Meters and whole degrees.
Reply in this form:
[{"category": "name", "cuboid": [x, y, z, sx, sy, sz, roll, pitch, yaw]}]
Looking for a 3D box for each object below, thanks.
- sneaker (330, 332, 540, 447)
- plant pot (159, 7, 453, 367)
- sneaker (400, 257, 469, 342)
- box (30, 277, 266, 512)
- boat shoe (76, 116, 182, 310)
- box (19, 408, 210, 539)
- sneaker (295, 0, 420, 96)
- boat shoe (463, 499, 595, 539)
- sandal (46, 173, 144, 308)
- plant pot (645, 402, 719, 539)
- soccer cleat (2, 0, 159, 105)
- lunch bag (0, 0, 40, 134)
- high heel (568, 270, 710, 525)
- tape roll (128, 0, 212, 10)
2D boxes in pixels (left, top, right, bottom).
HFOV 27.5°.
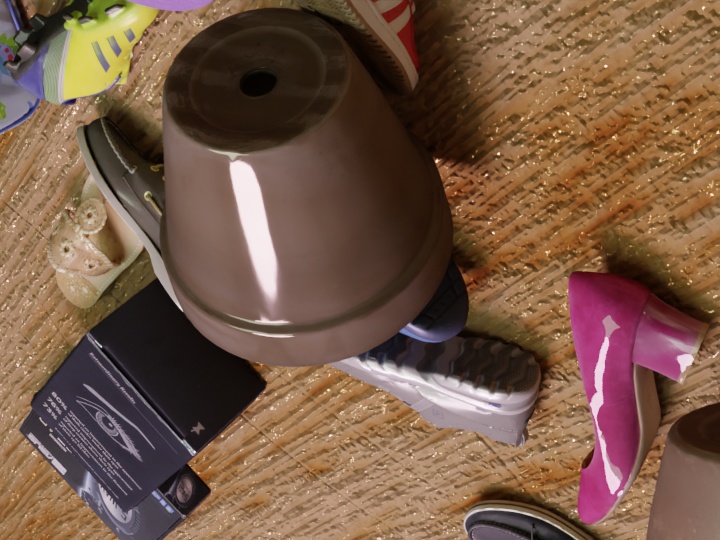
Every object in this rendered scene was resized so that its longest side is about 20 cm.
[{"category": "sneaker", "cuboid": [0.042, 0.085, 1.122, 0.199, 0.075, 0.082, 21, 134, 31]}, {"category": "plant pot", "cuboid": [-0.047, -0.065, 0.941, 0.200, 0.200, 0.174, 28, 155, 25]}, {"category": "sneaker", "cuboid": [0.000, 0.000, 1.096, 0.200, 0.074, 0.082, 35, 144, 29]}, {"category": "box", "cuboid": [-0.203, 0.118, 1.377, 0.148, 0.104, 0.200, 49, 143, -1]}, {"category": "boat shoe", "cuboid": [-0.162, -0.051, 1.220, 0.060, 0.072, 0.202, -38, 79, 14]}, {"category": "box", "cuboid": [-0.266, 0.202, 1.567, 0.200, 0.044, 0.160, 47, 143, 1]}, {"category": "sneaker", "cuboid": [0.008, -0.198, 0.922, 0.071, 0.113, 0.200, 21, 166, 28]}, {"category": "boat shoe", "cuboid": [0.161, 0.247, 1.162, 0.200, 0.062, 0.075, 29, 141, 26]}, {"category": "sandal", "cuboid": [-0.253, -0.013, 1.337, 0.078, 0.070, 0.212, 44, 143, 6]}, {"category": "plant pot", "cuboid": [0.257, 0.180, 0.924, 0.200, 0.200, 0.175, 7, 109, 42]}, {"category": "soccer cleat", "cuboid": [-0.204, -0.183, 1.158, 0.084, 0.065, 0.200, 32, 148, -31]}, {"category": "lunch bag", "cuboid": [-0.357, -0.194, 1.206, 0.082, 0.161, 0.201, 14, 130, 44]}, {"category": "high heel", "cuboid": [0.160, 0.090, 1.007, 0.096, 0.067, 0.200, 26, 134, 12]}, {"category": "tape roll", "cuboid": [-0.162, -0.261, 0.965, 0.199, 0.066, 0.200, 24, 160, 9]}]
